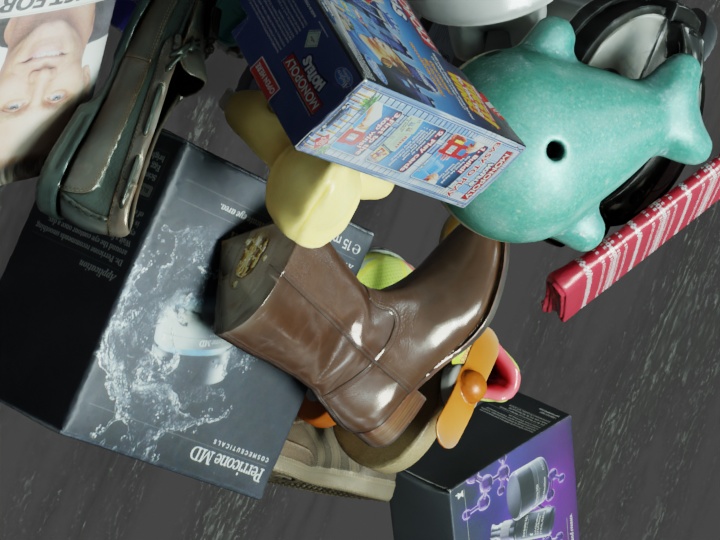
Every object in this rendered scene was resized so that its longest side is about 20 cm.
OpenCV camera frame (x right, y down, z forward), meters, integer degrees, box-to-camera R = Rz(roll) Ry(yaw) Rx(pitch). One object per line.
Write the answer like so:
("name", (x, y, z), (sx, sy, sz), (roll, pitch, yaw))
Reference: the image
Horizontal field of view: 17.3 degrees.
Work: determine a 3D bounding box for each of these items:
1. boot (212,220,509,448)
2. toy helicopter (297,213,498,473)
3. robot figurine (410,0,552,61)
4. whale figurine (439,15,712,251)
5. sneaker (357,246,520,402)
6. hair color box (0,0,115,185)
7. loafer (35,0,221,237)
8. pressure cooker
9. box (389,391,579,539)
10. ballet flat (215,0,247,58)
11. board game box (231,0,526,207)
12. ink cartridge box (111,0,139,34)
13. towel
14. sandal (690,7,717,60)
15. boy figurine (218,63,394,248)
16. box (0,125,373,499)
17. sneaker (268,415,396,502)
("boot", (0.000, 0.000, 1.539), (0.200, 0.064, 0.187), (42, 72, -43))
("toy helicopter", (0.050, 0.048, 1.649), (0.079, 0.132, 0.200), (30, 85, -44))
("robot figurine", (0.076, -0.241, 1.576), (0.113, 0.169, 0.200), (-83, 162, -60))
("whale figurine", (0.144, -0.089, 1.557), (0.200, 0.104, 0.159), (-11, 99, -14))
("sneaker", (0.052, 0.044, 1.751), (0.200, 0.090, 0.078), (30, 86, -46))
("hair color box", (-0.202, -0.147, 1.393), (0.100, 0.061, 0.200), (-17, 138, -40))
("loafer", (-0.122, -0.108, 1.439), (0.200, 0.063, 0.072), (-61, 166, -14))
("pressure cooker", (0.150, -0.122, 1.704), (0.179, 0.200, 0.176), (-29, 124, -36))
("box", (0.102, 0.217, 1.883), (0.141, 0.079, 0.200), (-27, 124, -33))
("ballet flat", (-0.028, -0.220, 1.549), (0.072, 0.072, 0.200), (13, 127, -47))
("board game box", (0.005, -0.124, 1.450), (0.062, 0.200, 0.200), (-43, 140, 17))
("ink cartridge box", (-0.129, -0.250, 1.442), (0.200, 0.043, 0.198), (-49, 137, 8))
("towel", (0.210, -0.037, 1.669), (0.200, 0.022, 0.145), (-38, 171, -3))
("sandal", (0.210, -0.146, 1.854), (0.200, 0.076, 0.043), (-45, 106, -24))
("boy figurine", (-0.030, -0.073, 1.484), (0.124, 0.200, 0.064), (26, 108, -20))
("box", (-0.123, 0.022, 1.546), (0.197, 0.117, 0.200), (25, 89, -48))
("sneaker", (-0.045, 0.118, 1.714), (0.200, 0.070, 0.076), (21, 73, -52))
